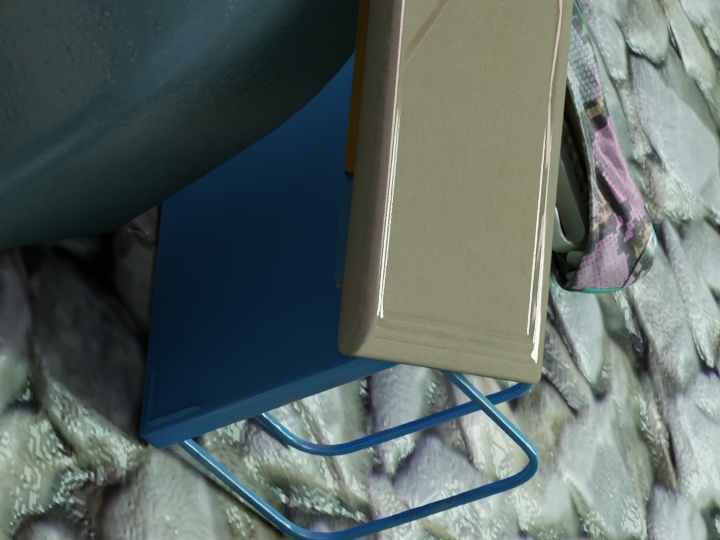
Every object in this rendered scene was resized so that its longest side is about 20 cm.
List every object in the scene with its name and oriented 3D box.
[{"bbox_3d":[0.099,-0.081,1.617,0.071,0.069,0.200,-15,83,-41],"label":"ballet flat"},{"bbox_3d":[0.000,0.000,1.315,0.123,0.139,0.200,44,36,-41],"label":"file sorter"},{"bbox_3d":[-0.104,-0.130,1.166,0.196,0.200,0.196,-14,83,-60],"label":"plant pot"},{"bbox_3d":[0.035,-0.053,1.174,0.200,0.037,0.185,14,81,-67],"label":"wooden puzzle"}]
